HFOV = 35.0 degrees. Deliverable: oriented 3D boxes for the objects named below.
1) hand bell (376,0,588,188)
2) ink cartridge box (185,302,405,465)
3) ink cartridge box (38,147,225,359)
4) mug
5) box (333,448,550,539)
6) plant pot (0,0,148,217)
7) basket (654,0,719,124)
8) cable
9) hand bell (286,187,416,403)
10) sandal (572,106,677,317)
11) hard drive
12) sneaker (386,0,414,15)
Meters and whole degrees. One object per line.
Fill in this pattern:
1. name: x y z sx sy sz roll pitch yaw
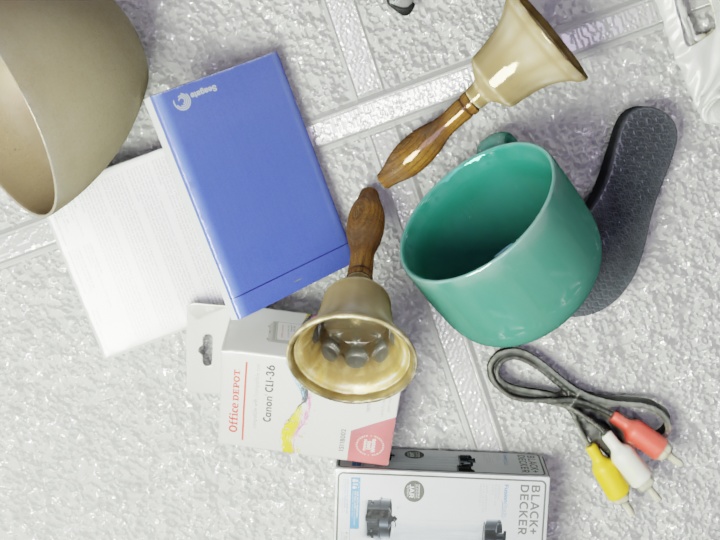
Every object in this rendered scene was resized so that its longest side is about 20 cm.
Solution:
1. hand bell: 0.089 -0.143 1.001 0.200 0.104 0.104 -40 96 19
2. ink cartridge box: -0.064 0.101 1.021 0.197 0.068 0.118 7 127 0
3. ink cartridge box: -0.170 -0.029 1.041 0.198 0.050 0.163 -21 98 -6
4. mug: 0.133 -0.025 0.958 0.115 0.151 0.186 48 68 -30
5. box: 0.073 0.231 1.064 0.197 0.060 0.118 3 100 1
6. plant pot: -0.258 -0.165 0.960 0.134 0.200 0.202 -34 98 -29
7. basket: 0.338 -0.240 0.915 0.159 0.200 0.200 -25 98 -1
8. cable: 0.211 0.130 1.048 0.200 0.050 0.097 41 97 -6
9. hand bell: 0.000 0.000 0.967 0.103 0.201 0.105 3 136 3
10. sandal: 0.226 -0.049 1.028 0.075 0.043 0.202 26 94 -12
11. hard drive: -0.093 -0.076 1.001 0.131 0.025 0.202 -26 100 -31
12. sneaker: 0.066 -0.278 0.981 0.197 0.075 0.117 6 104 11
